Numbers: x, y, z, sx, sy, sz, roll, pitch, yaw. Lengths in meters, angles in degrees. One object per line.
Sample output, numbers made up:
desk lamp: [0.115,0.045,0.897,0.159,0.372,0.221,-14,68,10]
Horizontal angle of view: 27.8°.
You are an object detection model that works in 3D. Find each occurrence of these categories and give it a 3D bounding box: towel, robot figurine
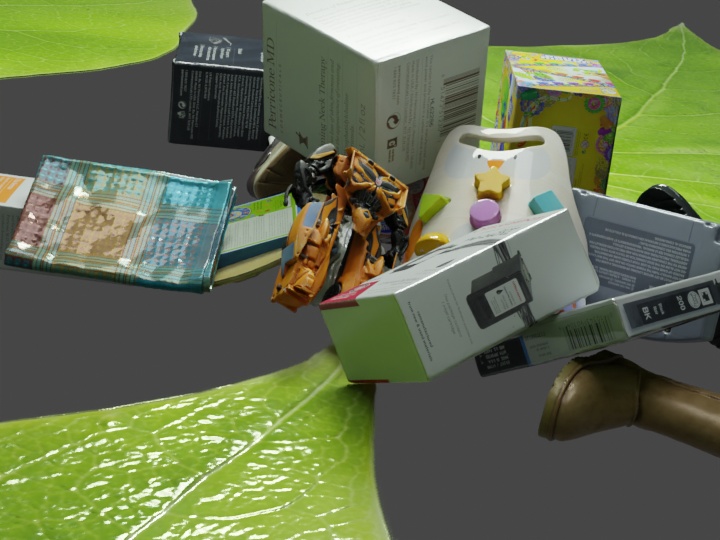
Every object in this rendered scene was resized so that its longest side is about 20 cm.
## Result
towel: [-0.229,-0.047,1.411,0.199,0.022,0.147,9,49,1]
robot figurine: [-0.011,-0.031,1.395,0.145,0.058,0.200,34,53,-24]

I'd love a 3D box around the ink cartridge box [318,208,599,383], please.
ink cartridge box: [0.087,0.023,1.288,0.200,0.084,0.145,-26,7,-28]

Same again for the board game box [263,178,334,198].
board game box: [-0.077,-0.058,1.612,0.104,0.024,0.200,-14,18,13]

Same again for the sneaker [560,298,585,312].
sneaker: [0.127,0.031,1.440,0.199,0.079,0.077,4,10,-15]

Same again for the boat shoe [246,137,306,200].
boat shoe: [-0.065,-0.159,1.765,0.200,0.072,0.065,-49,34,-13]

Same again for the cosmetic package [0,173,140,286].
cosmetic package: [-0.316,-0.044,1.482,0.199,0.071,0.101,8,20,-1]

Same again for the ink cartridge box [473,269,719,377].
ink cartridge box: [0.236,0.045,1.332,0.200,0.044,0.198,-14,-5,-37]

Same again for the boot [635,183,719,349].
boot: [0.390,-0.020,1.539,0.162,0.073,0.199,-26,82,-41]

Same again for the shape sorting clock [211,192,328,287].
shape sorting clock: [-0.115,-0.029,1.481,0.199,0.039,0.200,-13,22,5]

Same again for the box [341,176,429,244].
box: [0.041,-0.105,1.730,0.099,0.096,0.200,8,21,5]

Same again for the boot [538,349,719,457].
boot: [0.273,0.130,1.243,0.200,0.066,0.175,20,24,26]

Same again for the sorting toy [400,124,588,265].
sorting toy: [0.139,-0.073,1.508,0.199,0.107,0.181,2,60,15]

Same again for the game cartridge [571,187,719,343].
game cartridge: [0.283,0.000,1.482,0.200,0.134,0.040,20,6,42]

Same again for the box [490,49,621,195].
box: [0.225,-0.141,1.741,0.122,0.201,0.193,6,20,-1]

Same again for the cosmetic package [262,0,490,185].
cosmetic package: [0.014,-0.211,1.616,0.166,0.168,0.200,-23,40,-33]

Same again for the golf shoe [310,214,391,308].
golf shoe: [0.000,0.000,1.505,0.097,0.078,0.200,28,29,4]

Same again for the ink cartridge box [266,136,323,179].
ink cartridge box: [-0.021,-0.141,1.889,0.199,0.037,0.095,2,20,-7]

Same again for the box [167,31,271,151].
box: [-0.158,-0.245,1.996,0.199,0.118,0.197,4,21,-5]
